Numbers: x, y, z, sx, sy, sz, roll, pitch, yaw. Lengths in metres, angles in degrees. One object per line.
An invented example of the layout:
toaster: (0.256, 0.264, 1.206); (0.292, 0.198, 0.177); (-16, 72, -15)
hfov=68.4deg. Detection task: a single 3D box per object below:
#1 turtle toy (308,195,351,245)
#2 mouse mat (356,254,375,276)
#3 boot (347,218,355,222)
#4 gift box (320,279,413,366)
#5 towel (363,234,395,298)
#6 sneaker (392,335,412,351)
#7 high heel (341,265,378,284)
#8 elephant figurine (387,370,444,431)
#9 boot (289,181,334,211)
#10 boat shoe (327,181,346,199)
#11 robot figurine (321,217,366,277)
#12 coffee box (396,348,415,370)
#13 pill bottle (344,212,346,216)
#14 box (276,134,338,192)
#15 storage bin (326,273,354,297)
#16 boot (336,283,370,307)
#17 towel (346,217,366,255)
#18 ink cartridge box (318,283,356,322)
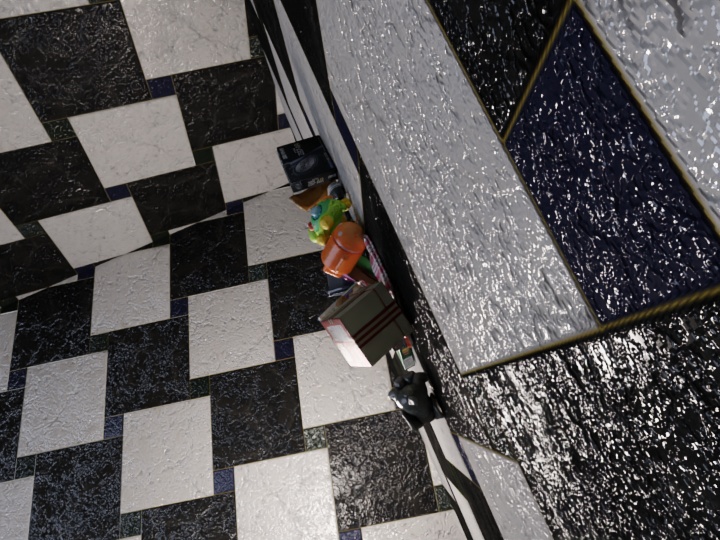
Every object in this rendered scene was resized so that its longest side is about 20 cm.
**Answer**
turtle toy: (-0.115, -0.158, 1.711); (0.100, 0.146, 0.201); (32, 140, 11)
mouse mat: (0.000, 0.000, 1.800); (0.160, 0.008, 0.201); (22, 149, 39)
boot: (-0.041, -0.131, 1.837); (0.205, 0.072, 0.155); (90, 170, -51)
gift box: (0.014, 0.139, 1.474); (0.186, 0.186, 0.199); (58, 157, -11)
towel: (0.055, 0.006, 1.586); (0.147, 0.030, 0.202); (75, 172, -60)
sneaker: (0.090, 0.162, 1.613); (0.201, 0.081, 0.078); (-117, 5, -48)
high heel: (0.000, 0.009, 1.726); (0.199, 0.068, 0.096); (35, 155, 6)
elephant figurine: (0.186, 0.409, 1.585); (0.140, 0.155, 0.201); (-15, 115, 43)
boot: (-0.154, -0.274, 1.789); (0.071, 0.145, 0.201); (41, -167, 11)
boat shoe: (-0.079, -0.235, 1.815); (0.200, 0.068, 0.057); (86, 160, -73)
robot figurine: (-0.051, -0.071, 1.658); (0.117, 0.143, 0.201); (46, 129, 16)
coffee box: (0.127, 0.225, 1.756); (0.124, 0.043, 0.202); (-117, 5, -47)
pill bottle: (-0.114, -0.211, 2.149); (0.200, 0.108, 0.111); (-125, 12, -76)
box: (-0.180, -0.359, 1.769); (0.044, 0.158, 0.202); (84, 165, -51)
storage bin: (-0.043, 0.016, 2.072); (0.199, 0.144, 0.137); (-8, -98, -53)
boot: (0.028, 0.102, 1.714); (0.200, 0.142, 0.072); (-25, 52, 50)
towel: (-0.006, -0.090, 2.012); (0.148, 0.021, 0.201); (70, 174, -49)
ink cartridge box: (-0.010, 0.172, 1.831); (0.200, 0.198, 0.043); (47, 168, 9)
